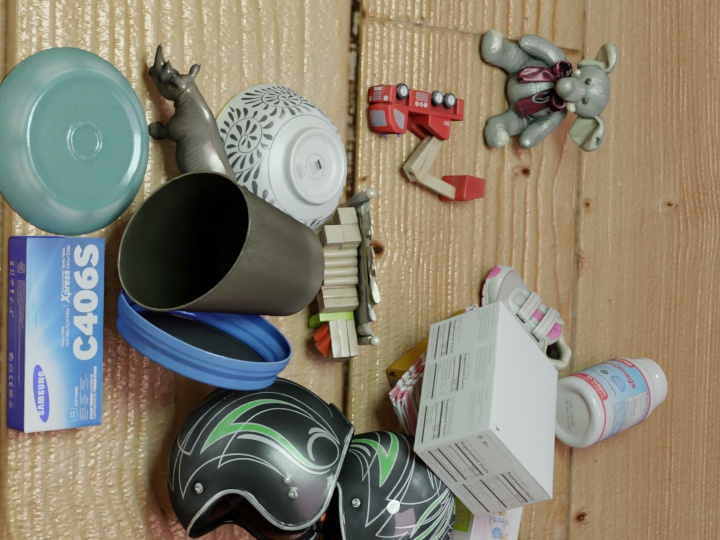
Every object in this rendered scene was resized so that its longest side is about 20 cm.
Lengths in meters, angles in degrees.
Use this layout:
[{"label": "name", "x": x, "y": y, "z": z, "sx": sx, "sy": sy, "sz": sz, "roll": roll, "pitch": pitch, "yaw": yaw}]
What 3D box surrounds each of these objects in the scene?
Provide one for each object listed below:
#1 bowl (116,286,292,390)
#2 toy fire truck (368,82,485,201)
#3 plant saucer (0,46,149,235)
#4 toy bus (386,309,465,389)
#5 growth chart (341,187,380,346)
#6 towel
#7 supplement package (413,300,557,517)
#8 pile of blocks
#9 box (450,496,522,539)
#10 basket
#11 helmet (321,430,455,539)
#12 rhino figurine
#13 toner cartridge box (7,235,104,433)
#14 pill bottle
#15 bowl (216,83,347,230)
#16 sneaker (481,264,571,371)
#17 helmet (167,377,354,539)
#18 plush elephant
[{"label": "bowl", "x": -0.173, "y": 0.071, "z": 1.415, "sx": 0.199, "sy": 0.200, "sz": 0.040, "roll": 10, "pitch": 109, "yaw": -42}, {"label": "toy fire truck", "x": 0.089, "y": -0.169, "z": 1.736, "sx": 0.198, "sy": 0.048, "sz": 0.143, "roll": 3, "pitch": 91, "yaw": -43}, {"label": "plant saucer", "x": -0.301, "y": -0.138, "z": 1.385, "sx": 0.198, "sy": 0.036, "sz": 0.203, "roll": -3, "pitch": 94, "yaw": -43}, {"label": "toy bus", "x": 0.129, "y": 0.117, "z": 1.780, "sx": 0.199, "sy": 0.065, "sz": 0.079, "roll": -36, "pitch": 114, "yaw": -35}, {"label": "growth chart", "x": 0.000, "y": 0.000, "z": 1.612, "sx": 0.017, "sy": 0.145, "sz": 0.203, "roll": -3, "pitch": 93, "yaw": -16}, {"label": "towel", "x": 0.128, "y": 0.161, "z": 1.718, "sx": 0.200, "sy": 0.030, "sz": 0.148, "roll": -44, "pitch": 120, "yaw": -32}, {"label": "supplement package", "x": 0.161, "y": 0.173, "z": 1.611, "sx": 0.156, "sy": 0.110, "sz": 0.202, "roll": 48, "pitch": 37, "yaw": -33}, {"label": "pile of blocks", "x": -0.042, "y": 0.021, "z": 1.612, "sx": 0.061, "sy": 0.082, "sz": 0.203, "roll": -3, "pitch": 102, "yaw": -22}, {"label": "box", "x": 0.148, "y": 0.341, "z": 1.777, "sx": 0.101, "sy": 0.112, "sz": 0.203, "roll": 18, "pitch": 79, "yaw": -42}, {"label": "basket", "x": -0.137, "y": -0.016, "z": 1.425, "sx": 0.199, "sy": 0.179, "sz": 0.138, "roll": 17, "pitch": 49, "yaw": -59}, {"label": "helmet", "x": 0.025, "y": 0.296, "z": 1.607, "sx": 0.198, "sy": 0.189, "sz": 0.203, "roll": -3, "pitch": 94, "yaw": -43}, {"label": "rhino figurine", "x": -0.191, "y": -0.156, "z": 1.450, "sx": 0.059, "sy": 0.087, "sz": 0.203, "roll": -29, "pitch": 112, "yaw": -38}, {"label": "toner cartridge box", "x": -0.322, "y": 0.065, "z": 1.372, "sx": 0.094, "sy": 0.043, "sz": 0.203, "roll": -1, "pitch": 94, "yaw": -41}, {"label": "pill bottle", "x": 0.383, "y": 0.196, "z": 1.990, "sx": 0.198, "sy": 0.108, "sz": 0.110, "roll": -15, "pitch": 102, "yaw": -42}, {"label": "bowl", "x": -0.080, "y": -0.125, "z": 1.553, "sx": 0.199, "sy": 0.093, "sz": 0.204, "roll": -2, "pitch": 93, "yaw": -43}, {"label": "sneaker", "x": 0.248, "y": 0.071, "z": 1.871, "sx": 0.082, "sy": 0.088, "sz": 0.201, "roll": -53, "pitch": 124, "yaw": -26}, {"label": "helmet", "x": -0.119, "y": 0.218, "z": 1.462, "sx": 0.188, "sy": 0.200, "sz": 0.202, "roll": 20, "pitch": 75, "yaw": 3}, {"label": "plush elephant", "x": 0.284, "y": -0.254, "z": 1.839, "sx": 0.198, "sy": 0.154, "sz": 0.167, "roll": 0, "pitch": 93, "yaw": -42}]
